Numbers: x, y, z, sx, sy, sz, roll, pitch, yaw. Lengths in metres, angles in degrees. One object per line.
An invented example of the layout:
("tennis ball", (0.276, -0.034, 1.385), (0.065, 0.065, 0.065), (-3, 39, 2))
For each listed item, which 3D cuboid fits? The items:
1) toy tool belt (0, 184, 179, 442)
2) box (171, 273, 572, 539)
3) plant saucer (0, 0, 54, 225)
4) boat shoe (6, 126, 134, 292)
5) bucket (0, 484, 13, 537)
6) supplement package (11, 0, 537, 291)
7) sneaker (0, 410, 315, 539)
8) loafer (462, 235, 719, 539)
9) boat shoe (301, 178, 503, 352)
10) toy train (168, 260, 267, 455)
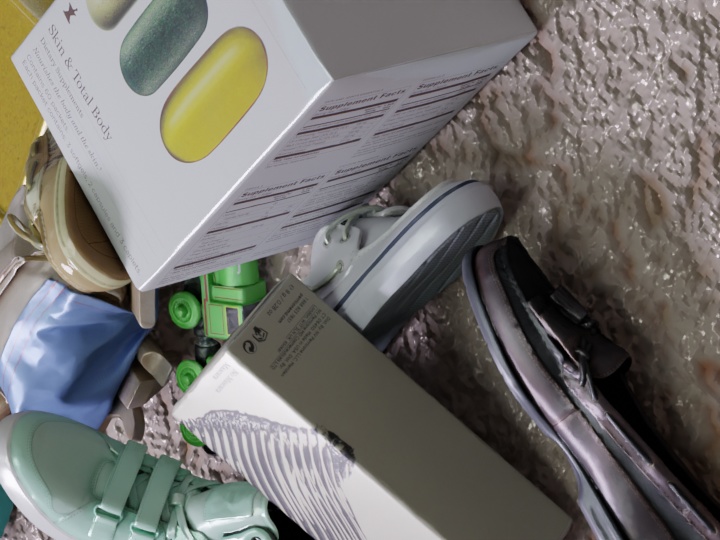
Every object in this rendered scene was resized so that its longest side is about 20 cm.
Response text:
("toy tool belt", (-0.170, 0.053, 1.613), (0.123, 0.124, 0.201), (52, 135, 37))
("box", (0.005, 0.102, 1.433), (0.200, 0.068, 0.082), (41, 140, 0))
("plant saucer", (-0.218, -0.123, 1.662), (0.200, 0.048, 0.201), (45, 131, 27))
("boat shoe", (-0.151, -0.036, 1.501), (0.063, 0.200, 0.073), (-38, 110, 16))
("bucket", (-0.321, 0.132, 1.744), (0.134, 0.207, 0.208), (25, 120, 26))
("supplement package", (-0.048, -0.116, 1.412), (0.200, 0.150, 0.152), (-44, 71, 44))
("sneaker", (-0.103, 0.123, 1.553), (0.200, 0.074, 0.118), (33, 139, -21))
("loafer", (0.123, 0.065, 1.369), (0.063, 0.072, 0.201), (-30, 86, 26))
("boat shoe", (0.000, 0.000, 1.457), (0.067, 0.073, 0.200), (56, 135, 13))
("toy train", (-0.079, 0.011, 1.570), (0.056, 0.042, 0.201), (7, 108, 34))
